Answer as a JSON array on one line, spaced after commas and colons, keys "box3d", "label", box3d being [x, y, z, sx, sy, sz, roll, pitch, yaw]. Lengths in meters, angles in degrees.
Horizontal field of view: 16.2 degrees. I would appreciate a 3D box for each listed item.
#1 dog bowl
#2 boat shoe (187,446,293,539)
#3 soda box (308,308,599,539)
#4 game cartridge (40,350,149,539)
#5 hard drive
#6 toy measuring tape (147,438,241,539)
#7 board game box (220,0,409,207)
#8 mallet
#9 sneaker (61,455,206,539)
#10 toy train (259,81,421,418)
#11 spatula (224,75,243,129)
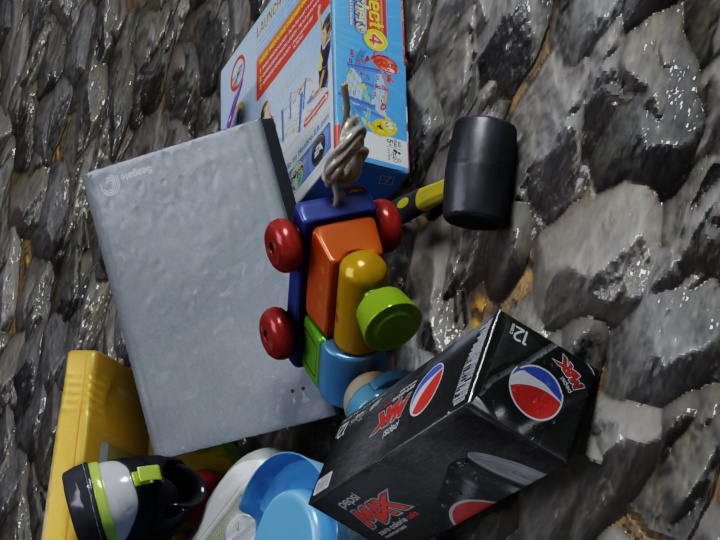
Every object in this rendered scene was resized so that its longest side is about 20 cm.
[{"box3d": [-0.044, 0.210, 1.587, 0.111, 0.049, 0.200, 41, 117, 49], "label": "dog bowl"}, {"box3d": [-0.087, 0.211, 1.687, 0.202, 0.074, 0.065, -58, 46, 23], "label": "boat shoe"}, {"box3d": [0.049, 0.095, 1.417, 0.200, 0.071, 0.063, -38, 24, 57], "label": "soda box"}, {"box3d": [-0.170, 0.174, 1.802, 0.032, 0.176, 0.200, 1, 75, 23], "label": "game cartridge"}, {"box3d": [-0.096, 0.013, 1.671, 0.139, 0.033, 0.200, -16, 88, 24], "label": "hard drive"}, {"box3d": [-0.110, 0.113, 1.768, 0.074, 0.073, 0.200, -118, 31, -57], "label": "toy measuring tape"}, {"box3d": [-0.035, -0.104, 1.745, 0.200, 0.056, 0.196, 132, 144, -51], "label": "board game box"}, {"box3d": [0.044, -0.055, 1.573, 0.200, 0.041, 0.066, 174, 108, -70], "label": "mallet"}, {"box3d": [-0.138, 0.166, 1.678, 0.200, 0.083, 0.072, 71, -178, -75], "label": "sneaker"}, {"box3d": [0.000, 0.000, 1.534, 0.116, 0.084, 0.200, -124, 30, -45], "label": "toy train"}, {"box3d": [-0.090, -0.042, 1.737, 0.057, 0.020, 0.200, 115, 155, -61], "label": "spatula"}]
